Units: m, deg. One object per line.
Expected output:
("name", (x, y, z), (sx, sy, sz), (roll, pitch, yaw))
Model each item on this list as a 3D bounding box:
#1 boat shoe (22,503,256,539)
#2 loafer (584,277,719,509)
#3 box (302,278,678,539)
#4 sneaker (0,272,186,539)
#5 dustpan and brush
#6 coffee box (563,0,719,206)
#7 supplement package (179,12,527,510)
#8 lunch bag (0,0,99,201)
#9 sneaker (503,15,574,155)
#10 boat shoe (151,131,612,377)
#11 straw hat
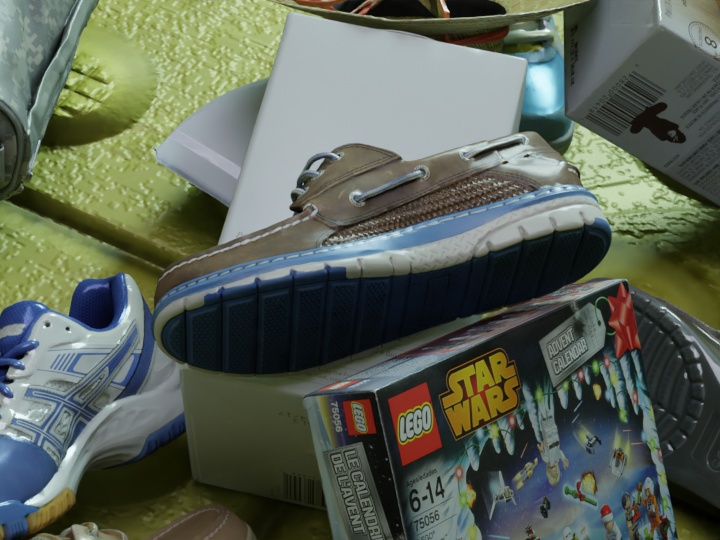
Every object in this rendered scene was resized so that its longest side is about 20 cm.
("boat shoe", (-0.111, 0.134, 0.762), (0.200, 0.071, 0.065), (-32, 97, -57))
("loafer", (0.174, 0.074, 0.900), (0.200, 0.075, 0.069), (41, 18, 34))
("box", (0.063, 0.091, 0.773), (0.040, 0.138, 0.200), (-8, 7, 38))
("sneaker", (-0.153, 0.063, 0.813), (0.075, 0.089, 0.200), (-14, 11, 30))
("dustpan and brush", (-0.010, -0.076, 1.038), (0.139, 0.057, 0.200), (33, 57, 9))
("coffee box", (0.209, -0.095, 0.992), (0.199, 0.080, 0.115), (27, 43, -21))
("supplement package", (0.000, 0.000, 0.879), (0.120, 0.120, 0.201), (12, 60, 6))
("lunch bag", (-0.233, -0.132, 1.001), (0.167, 0.140, 0.201), (10, 46, 5))
("sneaker", (0.083, -0.166, 1.072), (0.079, 0.131, 0.201), (-5, 46, -13))
("boat shoe", (0.002, -0.011, 0.782), (0.199, 0.072, 0.073), (-11, 56, -20))
("straw hat", (0.028, -0.117, 0.979), (0.199, 0.086, 0.201), (1, 22, -1))
